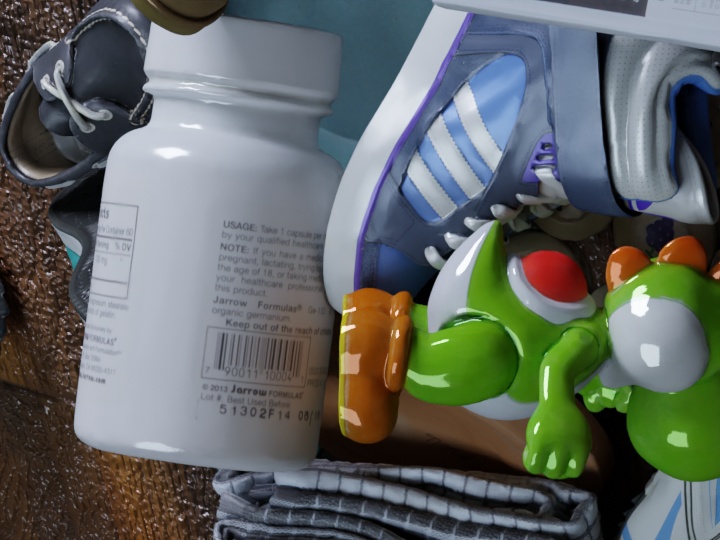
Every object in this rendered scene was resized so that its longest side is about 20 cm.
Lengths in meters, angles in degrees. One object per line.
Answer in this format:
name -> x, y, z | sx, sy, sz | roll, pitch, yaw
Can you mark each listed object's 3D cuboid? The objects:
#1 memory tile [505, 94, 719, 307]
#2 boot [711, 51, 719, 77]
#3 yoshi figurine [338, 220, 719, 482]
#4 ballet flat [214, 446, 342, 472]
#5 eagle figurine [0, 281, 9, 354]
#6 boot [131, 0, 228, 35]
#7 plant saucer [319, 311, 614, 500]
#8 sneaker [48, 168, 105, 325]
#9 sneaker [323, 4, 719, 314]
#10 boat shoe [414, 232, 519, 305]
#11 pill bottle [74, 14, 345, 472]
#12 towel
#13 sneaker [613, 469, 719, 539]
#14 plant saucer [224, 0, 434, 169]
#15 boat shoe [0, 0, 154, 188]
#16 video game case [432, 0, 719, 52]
memory tile -> 0.156, -0.006, 1.249 | 0.200, 0.017, 0.154 | 28, 112, 21
boot -> 0.252, -0.045, 1.086 | 0.199, 0.069, 0.174 | -8, 136, 34
yoshi figurine -> 0.092, 0.052, 1.216 | 0.199, 0.113, 0.112 | -3, 150, 4
ballet flat -> -0.024, 0.118, 1.525 | 0.200, 0.068, 0.068 | 35, 151, 14
eagle figurine -> -0.314, -0.016, 1.647 | 0.200, 0.151, 0.152 | 35, -166, -34
boot -> -0.027, -0.210, 1.187 | 0.066, 0.176, 0.200 | 17, 156, -32
plant saucer -> 0.028, 0.071, 1.400 | 0.200, 0.032, 0.200 | 22, 159, 9
sneaker -> -0.102, 0.029, 1.458 | 0.121, 0.083, 0.200 | 61, 180, -24
sneaker -> 0.079, -0.035, 1.229 | 0.146, 0.080, 0.201 | 33, 110, 22
boat shoe -> -0.001, -0.002, 1.406 | 0.201, 0.063, 0.074 | 15, 134, 35
pill bottle -> -0.064, -0.014, 1.296 | 0.114, 0.114, 0.201 | 8, 91, 37
towel -> 0.028, 0.169, 1.413 | 0.199, 0.086, 0.166 | 5, 144, 20
sneaker -> 0.169, 0.109, 1.339 | 0.072, 0.072, 0.200 | 32, 140, 20
plant saucer -> -0.020, -0.119, 1.344 | 0.199, 0.036, 0.201 | 24, 136, 25
boat shoe -> -0.135, -0.088, 1.412 | 0.074, 0.060, 0.200 | 58, 157, -2
video game case -> 0.122, -0.188, 1.088 | 0.181, 0.023, 0.201 | 13, 95, 34
